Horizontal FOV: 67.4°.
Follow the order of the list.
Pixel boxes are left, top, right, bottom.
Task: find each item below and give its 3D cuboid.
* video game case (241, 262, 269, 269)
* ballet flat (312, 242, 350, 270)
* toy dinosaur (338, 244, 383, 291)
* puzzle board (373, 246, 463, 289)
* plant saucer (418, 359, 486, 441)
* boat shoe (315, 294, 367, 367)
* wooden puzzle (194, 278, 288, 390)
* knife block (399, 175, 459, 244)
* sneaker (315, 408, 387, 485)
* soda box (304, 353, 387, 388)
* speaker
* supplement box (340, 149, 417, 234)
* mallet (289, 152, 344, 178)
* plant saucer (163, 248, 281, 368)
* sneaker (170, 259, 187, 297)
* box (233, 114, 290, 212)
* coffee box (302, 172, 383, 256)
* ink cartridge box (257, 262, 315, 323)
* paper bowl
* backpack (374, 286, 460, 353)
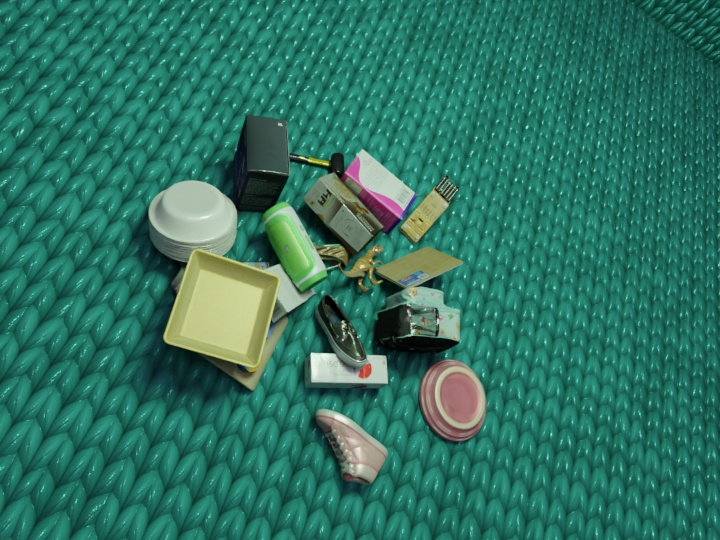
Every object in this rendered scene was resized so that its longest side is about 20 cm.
[{"bbox_3d":[-0.279,0.052,1.243,0.196,0.017,0.148,-1,70,-47],"label":"video game case"},{"bbox_3d":[-0.114,-0.035,1.371,0.194,0.067,0.075,5,77,-27],"label":"ballet flat"},{"bbox_3d":[0.000,0.000,1.384,0.199,0.059,0.109,-39,105,-51],"label":"toy dinosaur"},{"bbox_3d":[0.154,-0.007,1.439,0.196,0.149,0.018,-23,120,-28],"label":"puzzle board"},{"bbox_3d":[0.245,0.328,1.381,0.194,0.051,0.207,9,67,-21],"label":"plant saucer"},{"bbox_3d":[-0.046,0.142,1.284,0.067,0.058,0.201,-13,50,-38],"label":"boat shoe"},{"bbox_3d":[-0.253,0.136,1.189,0.200,0.045,0.189,46,57,-35],"label":"wooden puzzle"},{"bbox_3d":[0.204,-0.182,1.574,0.064,0.176,0.201,41,104,0],"label":"knife block"},{"bbox_3d":[-0.033,0.404,1.214,0.198,0.075,0.106,38,54,-10],"label":"sneaker"},{"bbox_3d":[-0.034,0.241,1.288,0.193,0.064,0.070,5,66,-21],"label":"soda box"},{"bbox_3d":[-0.157,-0.055,1.281,0.087,0.088,0.204,-27,84,-29],"label":"speaker"},{"bbox_3d":[0.041,-0.215,1.484,0.198,0.103,0.102,39,60,-5],"label":"supplement box"},{"bbox_3d":[-0.135,-0.312,1.487,0.194,0.041,0.068,16,65,-13],"label":"mallet"},{"bbox_3d":[-0.282,0.082,1.116,0.194,0.048,0.206,19,66,-15],"label":"plant saucer"},{"bbox_3d":[-0.388,0.059,1.213,0.078,0.074,0.206,1,63,-12],"label":"sneaker"},{"bbox_3d":[-0.245,-0.254,1.318,0.101,0.200,0.153,2,68,-21],"label":"box"},{"bbox_3d":[-0.043,-0.149,1.406,0.201,0.080,0.114,47,25,1],"label":"coffee box"},{"bbox_3d":[-0.181,0.044,1.276,0.110,0.050,0.200,55,16,1],"label":"ink cartridge box"},{"bbox_3d":[-0.379,-0.124,1.226,0.193,0.106,0.205,9,45,-9],"label":"paper bowl"},{"bbox_3d":[0.153,0.130,1.351,0.194,0.175,0.159,16,68,-21],"label":"backpack"}]
